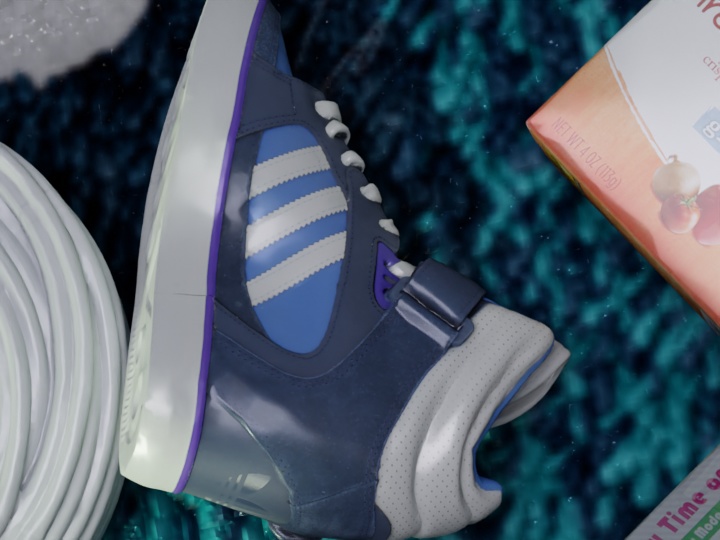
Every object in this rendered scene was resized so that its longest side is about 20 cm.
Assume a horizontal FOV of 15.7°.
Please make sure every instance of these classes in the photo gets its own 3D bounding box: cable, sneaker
[{"bbox_3d":[-0.173,0.046,0.926,0.200,0.069,0.200,-46,72,2],"label":"cable"},{"bbox_3d":[0.000,0.000,0.898,0.146,0.081,0.201,12,58,-10],"label":"sneaker"}]

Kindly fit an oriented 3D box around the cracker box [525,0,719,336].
[{"bbox_3d":[0.173,-0.066,0.864,0.200,0.058,0.134,-44,74,2],"label":"cracker box"}]

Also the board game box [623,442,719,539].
[{"bbox_3d":[0.165,0.119,0.683,0.200,0.064,0.147,38,53,18],"label":"board game box"}]
